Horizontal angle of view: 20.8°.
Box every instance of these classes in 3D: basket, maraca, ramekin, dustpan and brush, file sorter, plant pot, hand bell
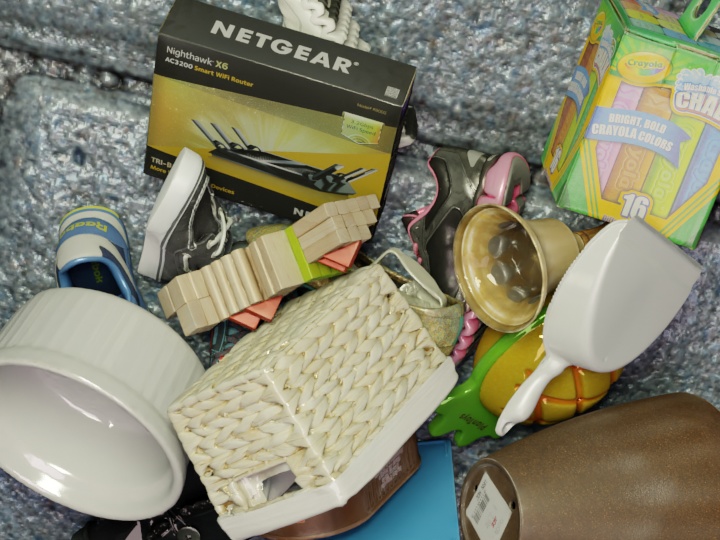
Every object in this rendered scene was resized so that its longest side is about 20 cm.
[{"bbox_3d":[-0.038,0.099,1.535,0.135,0.200,0.123,-24,101,39],"label":"basket"},{"bbox_3d":[0.145,0.083,1.654,0.200,0.107,0.137,-40,143,16],"label":"maraca"},{"bbox_3d":[-0.219,0.106,1.601,0.200,0.098,0.201,16,141,13],"label":"ramekin"},{"bbox_3d":[0.175,0.054,1.551,0.140,0.057,0.200,31,89,-51],"label":"dustpan and brush"},{"bbox_3d":[0.019,0.250,1.673,0.139,0.200,0.123,-7,113,3],"label":"file sorter"},{"bbox_3d":[0.189,0.197,1.621,0.200,0.187,0.187,0,114,-29],"label":"plant pot"},{"bbox_3d":[0.184,-0.022,1.597,0.200,0.104,0.104,-15,117,-37],"label":"hand bell"}]

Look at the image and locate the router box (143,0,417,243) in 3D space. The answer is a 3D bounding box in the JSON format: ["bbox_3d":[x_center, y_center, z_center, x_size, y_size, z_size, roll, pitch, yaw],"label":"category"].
[{"bbox_3d":[-0.067,-0.118,1.561,0.200,0.052,0.157,17,137,4],"label":"router box"}]

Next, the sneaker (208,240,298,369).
[{"bbox_3d":[-0.091,0.076,1.649,0.079,0.096,0.200,-1,95,0],"label":"sneaker"}]

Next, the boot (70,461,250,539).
[{"bbox_3d":[-0.136,0.261,1.742,0.168,0.076,0.200,-35,101,17],"label":"boot"}]

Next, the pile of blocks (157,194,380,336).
[{"bbox_3d":[-0.066,0.007,1.566,0.200,0.082,0.062,-25,80,22],"label":"pile of blocks"}]

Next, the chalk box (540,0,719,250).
[{"bbox_3d":[0.238,-0.141,1.563,0.124,0.124,0.200,17,109,-6],"label":"chalk box"}]

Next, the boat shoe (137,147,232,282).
[{"bbox_3d":[-0.135,-0.034,1.581,0.068,0.072,0.200,23,154,-2],"label":"boat shoe"}]

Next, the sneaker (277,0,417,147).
[{"bbox_3d":[-0.033,-0.172,1.580,0.081,0.075,0.200,-23,112,21],"label":"sneaker"}]

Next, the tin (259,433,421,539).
[{"bbox_3d":[-0.022,0.169,1.645,0.112,0.200,0.042,4,110,24],"label":"tin"}]

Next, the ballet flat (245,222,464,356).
[{"bbox_3d":[0.000,0.000,1.620,0.200,0.071,0.071,32,109,11],"label":"ballet flat"}]

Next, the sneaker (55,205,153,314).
[{"bbox_3d":[-0.209,0.048,1.659,0.074,0.082,0.200,-20,112,6],"label":"sneaker"}]

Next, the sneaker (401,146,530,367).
[{"bbox_3d":[0.077,-0.015,1.649,0.095,0.079,0.200,18,111,17],"label":"sneaker"}]
